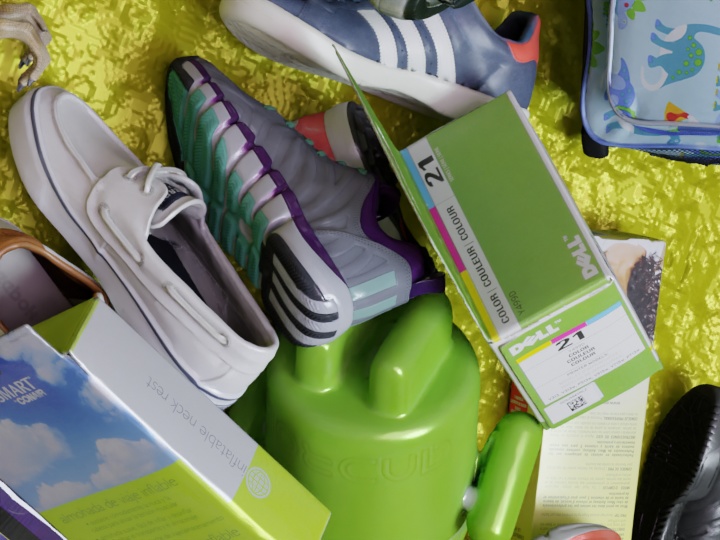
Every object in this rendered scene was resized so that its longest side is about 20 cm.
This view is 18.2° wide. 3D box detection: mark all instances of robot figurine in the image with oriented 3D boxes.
[{"bbox_3d":[0.006,0.094,1.229,0.116,0.175,0.200,-58,157,-43],"label":"robot figurine"}]

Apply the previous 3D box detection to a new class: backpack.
[{"bbox_3d":[0.225,-0.146,1.259,0.200,0.147,0.183,4,97,7],"label":"backpack"}]

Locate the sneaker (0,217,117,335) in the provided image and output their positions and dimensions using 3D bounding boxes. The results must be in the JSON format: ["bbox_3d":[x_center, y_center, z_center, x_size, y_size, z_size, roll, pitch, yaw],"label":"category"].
[{"bbox_3d":[-0.145,0.055,1.197,0.073,0.085,0.200,-49,114,-13],"label":"sneaker"}]

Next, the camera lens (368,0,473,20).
[{"bbox_3d":[0.018,-0.242,1.153,0.160,0.160,0.200,-40,84,-14],"label":"camera lens"}]

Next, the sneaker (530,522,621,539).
[{"bbox_3d":[0.071,0.221,1.285,0.200,0.082,0.077,-32,142,9],"label":"sneaker"}]

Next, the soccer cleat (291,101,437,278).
[{"bbox_3d":[0.000,0.000,1.273,0.073,0.068,0.200,-17,118,12],"label":"soccer cleat"}]

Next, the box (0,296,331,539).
[{"bbox_3d":[-0.126,0.093,1.151,0.200,0.122,0.048,45,46,-22],"label":"box"}]

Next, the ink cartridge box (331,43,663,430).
[{"bbox_3d":[0.074,-0.030,1.176,0.076,0.148,0.200,-28,142,5],"label":"ink cartridge box"}]

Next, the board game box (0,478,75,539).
[{"bbox_3d":[-0.254,0.184,1.182,0.165,0.057,0.200,45,78,-25],"label":"board game box"}]

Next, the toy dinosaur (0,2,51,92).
[{"bbox_3d":[-0.203,-0.140,1.157,0.101,0.058,0.200,45,79,-21],"label":"toy dinosaur"}]

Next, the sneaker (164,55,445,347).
[{"bbox_3d":[-0.034,-0.042,1.190,0.087,0.200,0.074,-15,143,-24],"label":"sneaker"}]

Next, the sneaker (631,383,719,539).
[{"bbox_3d":[0.219,0.174,1.392,0.104,0.060,0.200,16,96,-24],"label":"sneaker"}]

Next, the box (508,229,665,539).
[{"bbox_3d":[0.130,0.076,1.341,0.075,0.050,0.200,2,97,-24],"label":"box"}]

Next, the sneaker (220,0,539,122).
[{"bbox_3d":[0.016,-0.140,1.241,0.200,0.075,0.085,17,92,-35],"label":"sneaker"}]

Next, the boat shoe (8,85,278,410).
[{"bbox_3d":[-0.108,-0.023,1.169,0.200,0.065,0.074,54,32,8],"label":"boat shoe"}]
